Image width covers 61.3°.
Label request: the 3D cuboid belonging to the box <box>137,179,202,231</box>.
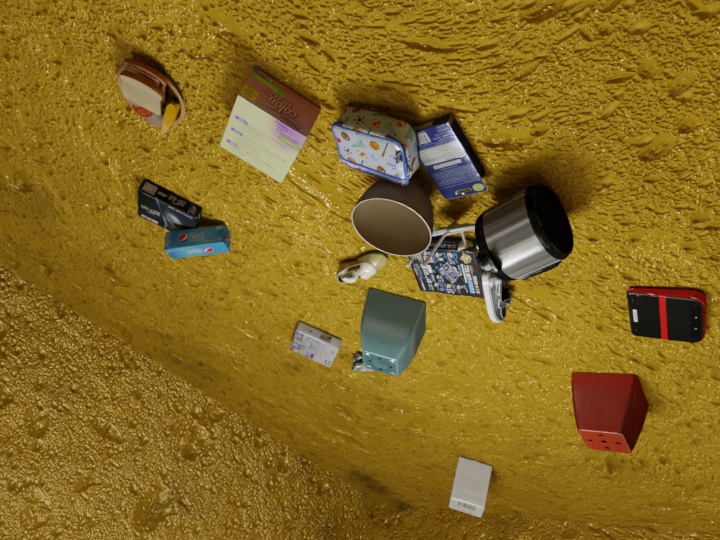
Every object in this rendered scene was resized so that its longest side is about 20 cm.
[{"bbox_3d":[-0.605,-0.186,1.924,0.197,0.044,0.161,27,148,-8],"label":"box"}]

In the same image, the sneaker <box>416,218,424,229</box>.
[{"bbox_3d":[0.101,-0.108,1.566,0.088,0.075,0.199,33,146,-22],"label":"sneaker"}]

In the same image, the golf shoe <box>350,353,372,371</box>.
[{"bbox_3d":[0.045,0.340,2.291,0.095,0.080,0.199,16,159,-24],"label":"golf shoe"}]

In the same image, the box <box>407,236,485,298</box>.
[{"bbox_3d":[0.235,-0.009,1.652,0.194,0.050,0.202,4,143,26],"label":"box"}]

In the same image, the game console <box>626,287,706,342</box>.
[{"bbox_3d":[0.765,0.111,1.521,0.173,0.031,0.201,6,144,33],"label":"game console"}]

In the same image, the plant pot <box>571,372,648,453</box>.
[{"bbox_3d":[0.762,0.447,1.876,0.196,0.179,0.201,-5,140,36],"label":"plant pot"}]

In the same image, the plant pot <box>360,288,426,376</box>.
[{"bbox_3d":[0.090,0.213,1.930,0.192,0.203,0.198,14,149,14],"label":"plant pot"}]

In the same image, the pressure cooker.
[{"bbox_3d":[0.347,-0.076,1.347,0.174,0.183,0.198,16,148,-42],"label":"pressure cooker"}]

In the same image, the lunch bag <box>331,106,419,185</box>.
[{"bbox_3d":[0.038,-0.268,1.338,0.197,0.076,0.162,25,154,23],"label":"lunch bag"}]

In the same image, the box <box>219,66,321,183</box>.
[{"bbox_3d":[-0.212,-0.331,1.411,0.173,0.098,0.200,29,149,-11],"label":"box"}]

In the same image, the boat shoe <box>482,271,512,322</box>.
[{"bbox_3d":[0.384,0.073,1.666,0.066,0.073,0.202,5,137,29],"label":"boat shoe"}]

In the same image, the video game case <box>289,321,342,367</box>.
[{"bbox_3d":[-0.175,0.289,2.358,0.177,0.046,0.201,23,148,-2],"label":"video game case"}]

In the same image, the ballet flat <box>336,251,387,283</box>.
[{"bbox_3d":[0.000,0.000,1.799,0.197,0.072,0.071,-15,133,44],"label":"ballet flat"}]

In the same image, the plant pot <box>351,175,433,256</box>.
[{"bbox_3d":[0.092,-0.151,1.449,0.196,0.137,0.202,17,148,11],"label":"plant pot"}]

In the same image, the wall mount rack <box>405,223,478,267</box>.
[{"bbox_3d":[0.200,-0.063,1.466,0.170,0.077,0.200,-14,-176,-14],"label":"wall mount rack"}]

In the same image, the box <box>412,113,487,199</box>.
[{"bbox_3d":[0.193,-0.245,1.342,0.119,0.033,0.201,-7,135,39],"label":"box"}]

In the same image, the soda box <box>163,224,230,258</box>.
[{"bbox_3d":[-0.515,-0.090,1.922,0.194,0.066,0.068,-6,155,7],"label":"soda box"}]

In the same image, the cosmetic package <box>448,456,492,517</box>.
[{"bbox_3d":[0.515,1.016,2.854,0.161,0.203,0.167,13,147,13],"label":"cosmetic package"}]

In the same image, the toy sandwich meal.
[{"bbox_3d":[-0.522,-0.422,1.495,0.200,0.071,0.207,16,148,10],"label":"toy sandwich meal"}]
